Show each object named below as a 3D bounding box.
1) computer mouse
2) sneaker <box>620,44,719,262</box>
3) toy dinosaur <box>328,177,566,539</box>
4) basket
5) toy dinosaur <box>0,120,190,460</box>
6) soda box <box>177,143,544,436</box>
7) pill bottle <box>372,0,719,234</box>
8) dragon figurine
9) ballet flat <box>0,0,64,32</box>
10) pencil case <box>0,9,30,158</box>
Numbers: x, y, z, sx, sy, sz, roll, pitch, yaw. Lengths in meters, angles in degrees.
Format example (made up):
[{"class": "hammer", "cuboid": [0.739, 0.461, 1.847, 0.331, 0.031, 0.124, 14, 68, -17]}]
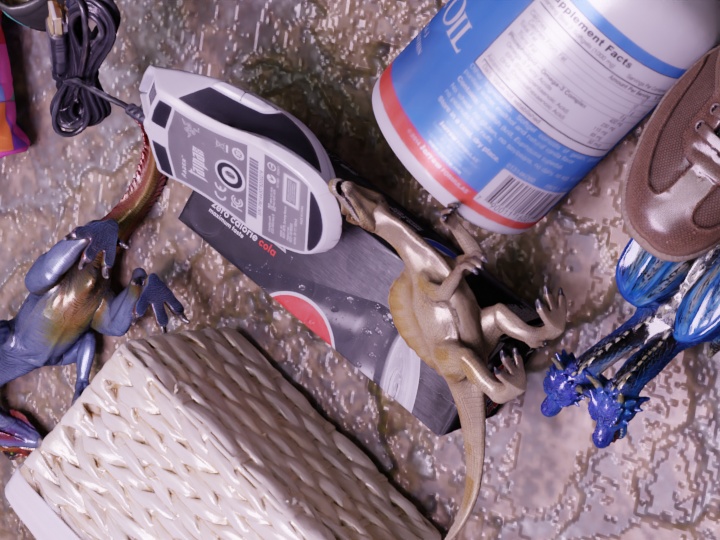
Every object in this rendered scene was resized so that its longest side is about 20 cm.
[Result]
[{"class": "computer mouse", "cuboid": [-0.082, -0.075, 1.073, 0.200, 0.044, 0.110, 31, 143, 19]}, {"class": "sneaker", "cuboid": [0.190, -0.092, 0.929, 0.070, 0.076, 0.200, 40, 87, 10]}, {"class": "toy dinosaur", "cuboid": [0.052, 0.036, 1.017, 0.101, 0.058, 0.200, -7, 108, 52]}, {"class": "basket", "cuboid": [-0.071, 0.137, 1.124, 0.200, 0.135, 0.123, 44, 111, 19]}, {"class": "toy dinosaur", "cuboid": [-0.173, 0.037, 1.224, 0.105, 0.200, 0.181, 36, 145, -18]}, {"class": "soda box", "cuboid": [0.000, 0.000, 1.104, 0.200, 0.063, 0.071, 39, 113, 21]}, {"class": "pill bottle", "cuboid": [0.107, -0.120, 0.998, 0.200, 0.112, 0.112, -46, 73, 26]}, {"class": "dragon figurine", "cuboid": [0.163, 0.001, 0.986, 0.059, 0.099, 0.200, 40, 114, 20]}, {"class": "ballet flat", "cuboid": [-0.162, -0.229, 1.167, 0.068, 0.068, 0.200, 28, 109, 29]}, {"class": "pencil case", "cuboid": [-0.248, -0.161, 1.221, 0.088, 0.088, 0.200, -2, 95, 31]}]
